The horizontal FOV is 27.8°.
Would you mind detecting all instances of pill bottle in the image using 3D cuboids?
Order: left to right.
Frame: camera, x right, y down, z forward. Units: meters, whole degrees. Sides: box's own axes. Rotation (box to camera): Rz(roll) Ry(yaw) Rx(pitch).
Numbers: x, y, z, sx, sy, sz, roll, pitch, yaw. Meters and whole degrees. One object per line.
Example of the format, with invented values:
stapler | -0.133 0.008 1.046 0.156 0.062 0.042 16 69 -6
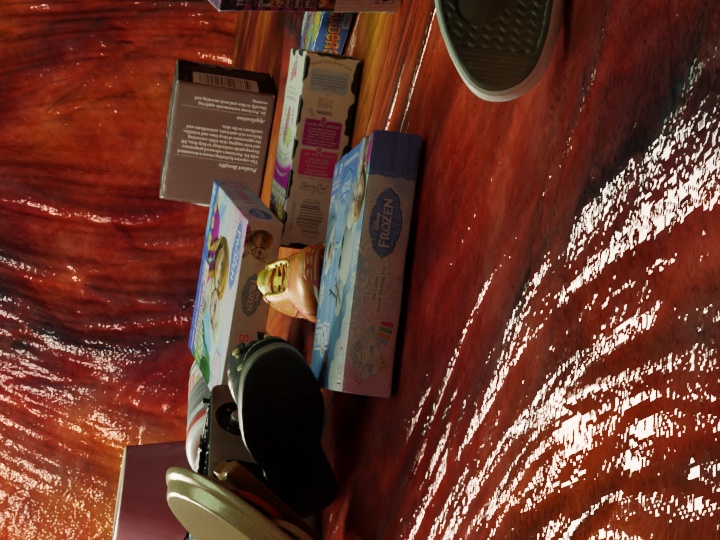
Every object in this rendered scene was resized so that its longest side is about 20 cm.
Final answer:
pill bottle | -0.144 0.151 1.697 0.201 0.115 0.117 -99 19 -58

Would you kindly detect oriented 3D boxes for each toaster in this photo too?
toaster | -0.113 0.246 1.433 0.182 0.117 0.201 -95 16 -54

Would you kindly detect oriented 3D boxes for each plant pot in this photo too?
plant pot | -0.211 0.290 1.799 0.200 0.177 0.202 -171 90 -80

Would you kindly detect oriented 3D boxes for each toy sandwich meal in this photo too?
toy sandwich meal | -0.073 0.207 1.169 0.070 0.205 0.205 -50 -3 -22

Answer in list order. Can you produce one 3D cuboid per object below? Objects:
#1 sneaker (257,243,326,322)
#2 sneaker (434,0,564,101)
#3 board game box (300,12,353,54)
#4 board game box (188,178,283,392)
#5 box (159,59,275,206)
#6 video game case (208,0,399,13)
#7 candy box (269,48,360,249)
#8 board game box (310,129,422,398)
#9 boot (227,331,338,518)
sneaker | -0.060 0.017 1.370 0.200 0.076 0.074 114 161 -79
sneaker | 0.084 -0.179 0.830 0.085 0.072 0.202 46 -141 -63
board game box | -0.037 -0.293 1.653 0.200 0.034 0.137 113 163 -57
board game box | -0.138 0.020 1.570 0.199 0.041 0.202 -137 55 -68
box | -0.238 -0.224 2.395 0.164 0.164 0.202 -111 31 -69
video game case | -0.029 -0.315 1.217 0.036 0.180 0.202 46 133 46
candy box | -0.052 -0.130 1.534 0.136 0.060 0.202 -133 50 -76
board game box | 0.000 0.000 1.184 0.200 0.043 0.201 157 119 -80
boot | -0.082 0.101 1.262 0.154 0.073 0.205 -120 12 -46
